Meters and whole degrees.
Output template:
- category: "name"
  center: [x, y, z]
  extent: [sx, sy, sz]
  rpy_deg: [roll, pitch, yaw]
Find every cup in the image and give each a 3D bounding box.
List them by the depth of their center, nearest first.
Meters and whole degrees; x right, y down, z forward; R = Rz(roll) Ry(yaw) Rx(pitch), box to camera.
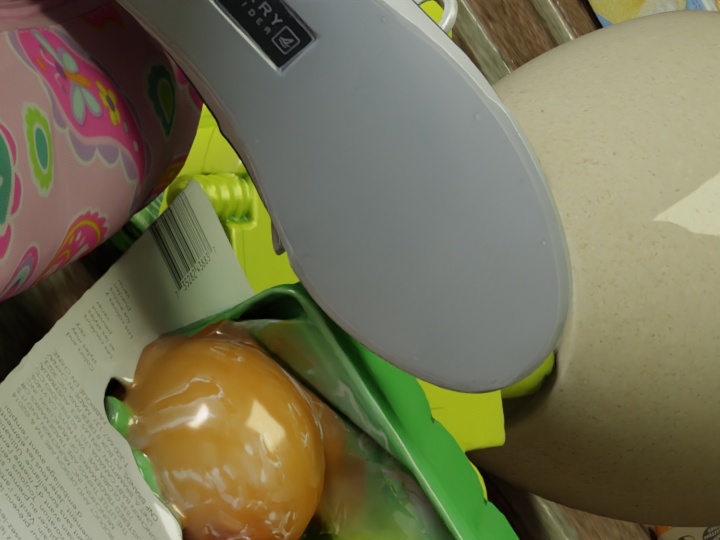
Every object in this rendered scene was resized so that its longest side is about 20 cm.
- category: "cup"
  center: [0.084, 0.004, 1.111]
  extent: [0.143, 0.200, 0.201]
  rpy_deg: [-6, 65, -48]

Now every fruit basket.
- category: "fruit basket"
  center: [-0.033, 0.091, 0.783]
  extent: [0.186, 0.093, 0.200]
  rpy_deg: [57, 32, -11]

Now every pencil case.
- category: "pencil case"
  center: [-0.101, -0.036, 0.751]
  extent: [0.088, 0.087, 0.200]
  rpy_deg: [60, 15, -1]

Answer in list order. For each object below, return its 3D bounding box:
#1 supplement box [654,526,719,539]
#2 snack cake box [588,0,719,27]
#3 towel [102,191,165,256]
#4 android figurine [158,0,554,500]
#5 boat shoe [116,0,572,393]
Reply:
- category: "supplement box"
  center: [0.210, 0.167, 1.279]
  extent: [0.074, 0.126, 0.201]
  rpy_deg: [50, 18, -34]
- category: "snack cake box"
  center: [0.205, -0.149, 1.908]
  extent: [0.201, 0.067, 0.115]
  rpy_deg: [60, 14, -4]
- category: "towel"
  center: [-0.031, -0.048, 0.967]
  extent: [0.200, 0.023, 0.153]
  rpy_deg: [43, 53, -43]
- category: "android figurine"
  center: [0.000, 0.000, 0.955]
  extent: [0.200, 0.041, 0.183]
  rpy_deg: [2, 85, -57]
- category: "boat shoe"
  center: [-0.015, -0.058, 0.800]
  extent: [0.202, 0.075, 0.086]
  rpy_deg: [47, 14, -9]
